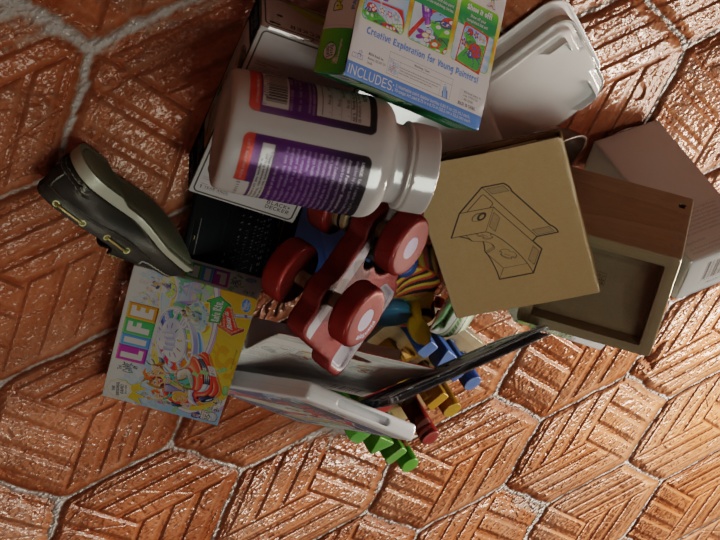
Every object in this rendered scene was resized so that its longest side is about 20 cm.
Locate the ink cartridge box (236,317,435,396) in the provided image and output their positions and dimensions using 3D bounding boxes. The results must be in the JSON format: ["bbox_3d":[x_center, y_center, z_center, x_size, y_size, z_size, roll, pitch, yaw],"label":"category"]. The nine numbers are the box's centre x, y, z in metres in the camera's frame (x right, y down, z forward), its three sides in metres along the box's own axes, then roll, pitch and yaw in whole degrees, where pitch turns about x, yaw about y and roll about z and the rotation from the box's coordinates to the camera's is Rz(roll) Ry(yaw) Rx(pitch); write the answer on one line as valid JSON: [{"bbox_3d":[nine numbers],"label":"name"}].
[{"bbox_3d":[-0.041,0.089,1.785,0.198,0.044,0.173,14,159,-26],"label":"ink cartridge box"}]

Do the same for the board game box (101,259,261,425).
[{"bbox_3d":[-0.193,0.073,1.716,0.133,0.034,0.201,15,131,-6],"label":"board game box"}]

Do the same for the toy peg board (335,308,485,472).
[{"bbox_3d":[0.060,0.151,2.005,0.199,0.098,0.200,-40,145,10],"label":"toy peg board"}]

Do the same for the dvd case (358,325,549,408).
[{"bbox_3d":[0.103,0.111,1.819,0.199,0.016,0.149,-22,178,-15],"label":"dvd case"}]

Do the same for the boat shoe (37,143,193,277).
[{"bbox_3d":[-0.236,-0.048,1.569,0.060,0.072,0.201,-34,138,9],"label":"boat shoe"}]

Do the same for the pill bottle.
[{"bbox_3d":[-0.032,-0.110,1.463,0.198,0.112,0.112,11,131,-12],"label":"pill bottle"}]

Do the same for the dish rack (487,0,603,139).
[{"bbox_3d":[0.172,-0.186,1.740,0.199,0.044,0.172,-37,144,5],"label":"dish rack"}]

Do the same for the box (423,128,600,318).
[{"bbox_3d":[0.151,-0.045,1.675,0.162,0.021,0.201,-11,125,13],"label":"box"}]

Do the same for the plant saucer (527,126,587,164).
[{"bbox_3d":[0.160,-0.096,1.763,0.199,0.035,0.200,-34,167,-8],"label":"plant saucer"}]

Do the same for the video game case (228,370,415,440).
[{"bbox_3d":[-0.066,0.152,1.836,0.182,0.199,0.023,26,75,-43],"label":"video game case"}]

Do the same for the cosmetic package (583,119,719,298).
[{"bbox_3d":[0.356,-0.073,1.874,0.101,0.201,0.074,-18,146,-24],"label":"cosmetic package"}]

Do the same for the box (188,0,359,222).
[{"bbox_3d":[-0.079,-0.153,1.536,0.116,0.060,0.201,16,126,-17],"label":"box"}]

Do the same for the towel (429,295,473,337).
[{"bbox_3d":[0.137,0.008,1.849,0.153,0.023,0.200,-60,171,7],"label":"towel"}]

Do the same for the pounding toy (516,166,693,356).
[{"bbox_3d":[0.259,-0.014,1.802,0.182,0.143,0.201,16,137,8],"label":"pounding toy"}]

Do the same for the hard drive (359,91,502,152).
[{"bbox_3d":[0.058,-0.173,1.636,0.131,0.025,0.201,-29,130,-2],"label":"hard drive"}]

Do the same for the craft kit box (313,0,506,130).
[{"bbox_3d":[0.056,-0.250,1.482,0.199,0.048,0.199,17,87,-47],"label":"craft kit box"}]

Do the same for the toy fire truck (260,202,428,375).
[{"bbox_3d":[0.000,0.000,1.625,0.201,0.112,0.168,-56,157,-7],"label":"toy fire truck"}]

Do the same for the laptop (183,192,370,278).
[{"bbox_3d":[-0.080,-0.017,1.690,0.199,0.103,0.178,-17,142,-33],"label":"laptop"}]

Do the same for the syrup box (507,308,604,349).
[{"bbox_3d":[0.259,0.030,2.028,0.199,0.082,0.079,17,124,-48],"label":"syrup box"}]

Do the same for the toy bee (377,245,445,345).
[{"bbox_3d":[0.056,0.024,1.843,0.108,0.132,0.200,3,172,-19],"label":"toy bee"}]
